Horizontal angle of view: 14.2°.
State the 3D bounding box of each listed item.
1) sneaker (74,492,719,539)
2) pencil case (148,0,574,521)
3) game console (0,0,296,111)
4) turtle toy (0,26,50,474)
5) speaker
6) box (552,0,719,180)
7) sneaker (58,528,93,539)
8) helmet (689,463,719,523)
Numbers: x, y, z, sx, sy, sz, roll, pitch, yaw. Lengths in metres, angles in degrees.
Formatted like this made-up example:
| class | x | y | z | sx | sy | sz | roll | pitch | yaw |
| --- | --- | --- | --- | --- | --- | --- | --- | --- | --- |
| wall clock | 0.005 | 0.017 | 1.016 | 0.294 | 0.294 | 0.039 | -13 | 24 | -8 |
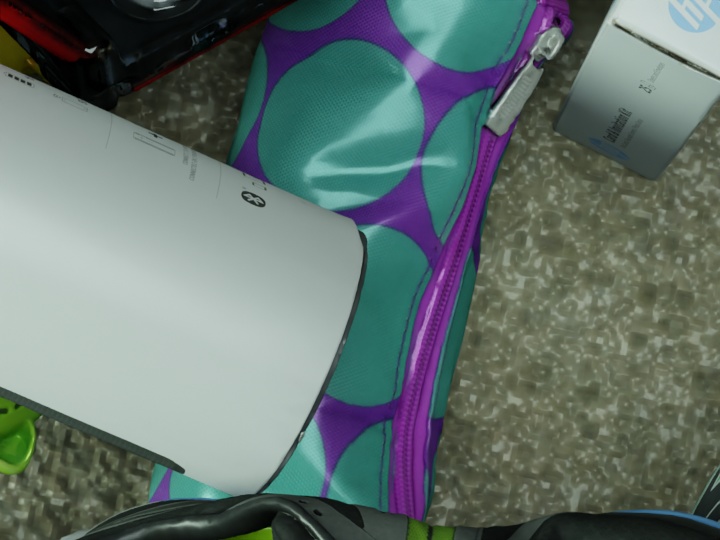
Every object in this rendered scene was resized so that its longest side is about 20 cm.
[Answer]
| class | x | y | z | sx | sy | sz | roll | pitch | yaw |
| --- | --- | --- | --- | --- | --- | --- | --- | --- | --- |
| sneaker | 0.011 | 0.090 | 0.698 | 0.199 | 0.083 | 0.071 | 3 | 90 | 23 |
| pencil case | 0.000 | 0.000 | 0.845 | 0.092 | 0.085 | 0.201 | 10 | 82 | 35 |
| game console | -0.107 | -0.149 | 0.790 | 0.172 | 0.119 | 0.200 | -31 | 55 | -20 |
| turtle toy | -0.150 | -0.026 | 0.833 | 0.145 | 0.101 | 0.201 | -28 | 82 | -29 |
| speaker | -0.103 | -0.015 | 0.744 | 0.199 | 0.081 | 0.082 | 24 | 82 | -13 |
| box | 0.122 | -0.133 | 0.834 | 0.041 | 0.156 | 0.201 | 26 | 83 | 2 |
| sneaker | -0.068 | 0.177 | 0.784 | 0.077 | 0.112 | 0.201 | 0 | 60 | 0 |
| helmet | 0.166 | 0.107 | 0.747 | 0.190 | 0.200 | 0.201 | 4 | 82 | 12 |
